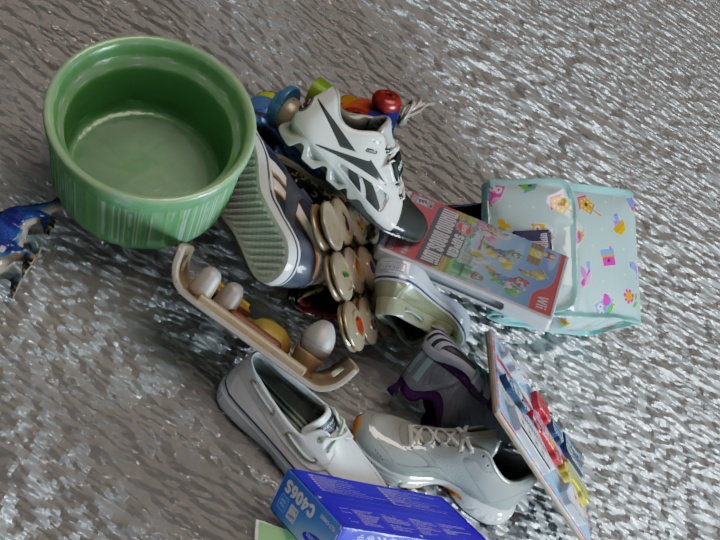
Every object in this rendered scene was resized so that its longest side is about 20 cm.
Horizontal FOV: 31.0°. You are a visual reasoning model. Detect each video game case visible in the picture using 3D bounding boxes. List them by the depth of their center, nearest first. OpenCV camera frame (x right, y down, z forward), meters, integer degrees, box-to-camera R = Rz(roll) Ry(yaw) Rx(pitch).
[{"bbox_3d":[0.124,-0.014,1.413,0.198,0.018,0.143,23,33,4],"label":"video game case"}]

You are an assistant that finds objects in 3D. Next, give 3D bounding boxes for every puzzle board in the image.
[{"bbox_3d":[0.186,0.171,1.329,0.201,0.017,0.151,55,17,-22],"label":"puzzle board"}]

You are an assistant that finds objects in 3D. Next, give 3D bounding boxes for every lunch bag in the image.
[{"bbox_3d":[0.227,-0.016,1.534,0.198,0.122,0.172,8,75,-31],"label":"lunch bag"}]

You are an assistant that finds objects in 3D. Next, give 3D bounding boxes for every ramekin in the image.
[{"bbox_3d":[-0.204,-0.118,1.243,0.198,0.098,0.202,7,55,-11],"label":"ramekin"}]

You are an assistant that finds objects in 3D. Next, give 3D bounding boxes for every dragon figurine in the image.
[{"bbox_3d":[-0.334,-0.040,1.178,0.099,0.059,0.201,31,39,-11],"label":"dragon figurine"}]

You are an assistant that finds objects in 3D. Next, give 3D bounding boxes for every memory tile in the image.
[{"bbox_3d":[0.000,0.000,1.340,0.200,0.017,0.155,-14,89,-73],"label":"memory tile"}]

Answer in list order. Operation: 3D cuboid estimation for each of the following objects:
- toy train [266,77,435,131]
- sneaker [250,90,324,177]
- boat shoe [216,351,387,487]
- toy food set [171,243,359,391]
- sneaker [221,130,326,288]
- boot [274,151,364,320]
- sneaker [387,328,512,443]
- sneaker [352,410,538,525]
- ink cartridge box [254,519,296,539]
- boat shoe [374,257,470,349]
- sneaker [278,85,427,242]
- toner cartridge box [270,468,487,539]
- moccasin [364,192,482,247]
[{"bbox_3d":[-0.011,-0.181,1.468,0.115,0.085,0.200,30,36,18],"label":"toy train"},{"bbox_3d":[-0.060,-0.121,1.481,0.199,0.066,0.079,36,44,-3],"label":"sneaker"},{"bbox_3d":[-0.046,0.157,1.218,0.199,0.067,0.074,37,39,-4],"label":"boat shoe"},{"bbox_3d":[-0.091,0.039,1.238,0.199,0.061,0.144,37,-1,-4],"label":"toy food set"},{"bbox_3d":[-0.093,-0.063,1.311,0.079,0.078,0.201,15,44,-47],"label":"sneaker"},{"bbox_3d":[-0.079,-0.040,1.376,0.202,0.074,0.155,19,45,-26],"label":"boot"},{"bbox_3d":[0.111,0.146,1.375,0.200,0.088,0.074,42,4,-30],"label":"sneaker"},{"bbox_3d":[0.089,0.176,1.290,0.199,0.092,0.076,25,40,-18],"label":"sneaker"},{"bbox_3d":[-0.014,0.311,1.114,0.198,0.048,0.146,21,42,-21],"label":"ink cartridge box"},{"bbox_3d":[0.059,0.049,1.373,0.200,0.071,0.063,42,60,-56],"label":"boat shoe"},{"bbox_3d":[0.016,-0.109,1.343,0.200,0.088,0.074,40,17,-28],"label":"sneaker"},{"bbox_3d":[0.023,0.233,1.165,0.199,0.043,0.095,19,12,-40],"label":"toner cartridge box"},{"bbox_3d":[0.078,-0.056,1.522,0.199,0.068,0.081,-17,64,-47],"label":"moccasin"}]
